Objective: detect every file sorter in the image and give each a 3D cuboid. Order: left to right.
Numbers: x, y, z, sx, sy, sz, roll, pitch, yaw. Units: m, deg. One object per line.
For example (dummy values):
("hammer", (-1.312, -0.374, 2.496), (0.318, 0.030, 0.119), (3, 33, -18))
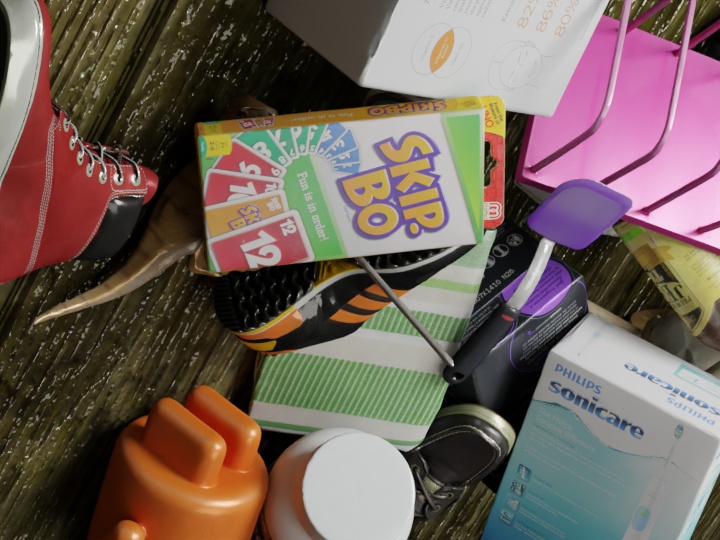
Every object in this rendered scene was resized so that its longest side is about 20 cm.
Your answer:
("file sorter", (0.234, -0.110, 1.130), (0.198, 0.125, 0.141), (18, 74, -15))

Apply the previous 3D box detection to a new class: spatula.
("spatula", (0.116, 0.011, 1.160), (0.056, 0.021, 0.201), (23, 118, -23))

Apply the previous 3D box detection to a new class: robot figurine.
("robot figurine", (-0.136, 0.183, 1.157), (0.115, 0.144, 0.202), (16, 115, -8))

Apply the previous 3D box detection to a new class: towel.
("towel", (0.002, 0.042, 1.194), (0.151, 0.023, 0.202), (10, 119, -10))

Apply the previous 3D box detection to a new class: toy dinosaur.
("toy dinosaur", (-0.118, -0.026, 1.063), (0.106, 0.060, 0.201), (37, 93, -30))

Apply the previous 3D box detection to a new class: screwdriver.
("screwdriver", (-0.004, -0.010, 1.061), (0.028, 0.200, 0.029), (-47, 152, 15))

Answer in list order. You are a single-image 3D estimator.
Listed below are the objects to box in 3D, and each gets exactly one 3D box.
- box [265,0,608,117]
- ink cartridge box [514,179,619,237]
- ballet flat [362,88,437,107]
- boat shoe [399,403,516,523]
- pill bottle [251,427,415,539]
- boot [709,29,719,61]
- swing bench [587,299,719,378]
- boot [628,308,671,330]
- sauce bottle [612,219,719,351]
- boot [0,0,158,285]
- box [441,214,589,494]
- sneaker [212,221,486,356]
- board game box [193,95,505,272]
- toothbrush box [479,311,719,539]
("box", (0.064, -0.198, 1.044), (0.199, 0.106, 0.153), (3, 120, -47))
("ink cartridge box", (0.239, -0.105, 1.319), (0.199, 0.084, 0.147), (6, 116, -48))
("ballet flat", (0.042, -0.096, 1.126), (0.069, 0.069, 0.200), (-40, 161, -12))
("boat shoe", (0.051, 0.169, 1.296), (0.200, 0.073, 0.065), (-42, -166, 50))
("pill bottle", (-0.023, 0.179, 1.200), (0.110, 0.111, 0.200), (-34, 174, -20))
("boot", (0.377, -0.252, 1.345), (0.197, 0.073, 0.164), (-20, 136, -43))
("swing bench", (0.321, 0.037, 1.361), (0.198, 0.131, 0.199), (-38, 153, 31))
("boot", (0.307, 0.117, 1.584), (0.199, 0.073, 0.157), (-1, 121, -43))
("sauce bottle", (0.261, 0.011, 1.215), (0.064, 0.201, 0.065), (-37, 179, -1))
("boot", (-0.173, -0.081, 0.936), (0.143, 0.072, 0.201), (-15, 139, -38))
("box", (0.115, 0.071, 1.323), (0.122, 0.106, 0.201), (-37, 141, -17))
("sneaker", (0.000, 0.000, 1.124), (0.198, 0.071, 0.090), (-24, 151, 7))
("board game box", (-0.003, -0.055, 1.025), (0.197, 0.030, 0.097), (-8, 119, -10))
("toothbrush box", (0.195, 0.159, 1.259), (0.085, 0.145, 0.202), (-35, 146, -54))
